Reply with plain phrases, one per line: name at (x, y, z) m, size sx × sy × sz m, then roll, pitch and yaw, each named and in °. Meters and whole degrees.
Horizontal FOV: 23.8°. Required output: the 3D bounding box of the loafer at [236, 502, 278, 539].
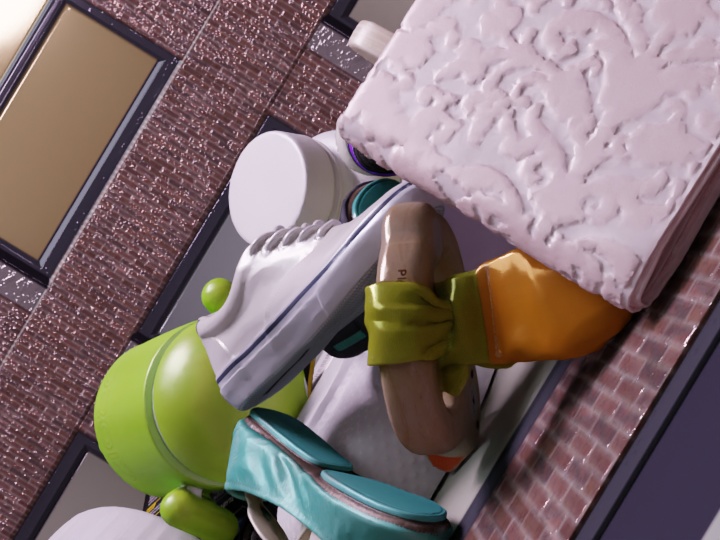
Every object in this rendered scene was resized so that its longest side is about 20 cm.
loafer at (-0.030, 0.155, 1.208) m, size 0.200 × 0.072 × 0.063 m, roll -59°, pitch -2°, yaw -41°

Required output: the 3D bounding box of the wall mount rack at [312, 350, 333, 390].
wall mount rack at (-0.017, 0.114, 1.386) m, size 0.201 × 0.074 × 0.174 m, roll -60°, pitch 8°, yaw -8°

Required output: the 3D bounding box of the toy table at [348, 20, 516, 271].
toy table at (0.083, -0.090, 1.035) m, size 0.200 × 0.184 × 0.117 m, roll -48°, pitch 19°, yaw -7°

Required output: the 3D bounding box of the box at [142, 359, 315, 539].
box at (-0.110, 0.163, 1.336) m, size 0.200 × 0.049 × 0.160 m, roll -43°, pitch 29°, yaw 44°

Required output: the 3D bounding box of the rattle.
rattle at (0.082, 0.045, 0.904) m, size 0.200 × 0.142 × 0.131 m, roll 64°, pitch -170°, yaw -50°

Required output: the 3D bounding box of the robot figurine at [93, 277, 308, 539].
robot figurine at (-0.112, 0.097, 1.193) m, size 0.200 × 0.115 × 0.176 m, roll -23°, pitch 52°, yaw 57°

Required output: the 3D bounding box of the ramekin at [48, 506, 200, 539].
ramekin at (-0.164, 0.265, 1.224) m, size 0.098 × 0.200 × 0.201 m, roll -51°, pitch -2°, yaw -44°

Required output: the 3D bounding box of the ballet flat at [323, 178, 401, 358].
ballet flat at (0.000, 0.000, 1.101) m, size 0.073 × 0.073 × 0.200 m, roll -57°, pitch 9°, yaw 23°

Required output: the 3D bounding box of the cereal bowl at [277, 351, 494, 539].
cereal bowl at (0.004, 0.106, 1.098) m, size 0.201 × 0.083 × 0.200 m, roll -59°, pitch 3°, yaw 5°

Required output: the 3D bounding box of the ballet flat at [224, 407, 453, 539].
ballet flat at (-0.017, 0.138, 0.961) m, size 0.200 × 0.067 × 0.071 m, roll 23°, pitch 98°, yaw 56°

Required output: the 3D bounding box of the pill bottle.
pill bottle at (-0.002, -0.050, 1.356) m, size 0.114 × 0.199 × 0.115 m, roll -9°, pitch 77°, yaw 43°

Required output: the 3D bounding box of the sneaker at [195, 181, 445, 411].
sneaker at (-0.033, 0.003, 0.976) m, size 0.200 × 0.071 × 0.073 m, roll -44°, pitch -12°, yaw 34°

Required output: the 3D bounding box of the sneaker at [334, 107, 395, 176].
sneaker at (0.080, -0.125, 1.142) m, size 0.200 × 0.070 × 0.100 m, roll -37°, pitch 11°, yaw -6°

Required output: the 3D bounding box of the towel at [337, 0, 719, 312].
towel at (0.107, -0.103, 0.822) m, size 0.192 × 0.200 × 0.032 m, roll -57°, pitch -37°, yaw 0°
